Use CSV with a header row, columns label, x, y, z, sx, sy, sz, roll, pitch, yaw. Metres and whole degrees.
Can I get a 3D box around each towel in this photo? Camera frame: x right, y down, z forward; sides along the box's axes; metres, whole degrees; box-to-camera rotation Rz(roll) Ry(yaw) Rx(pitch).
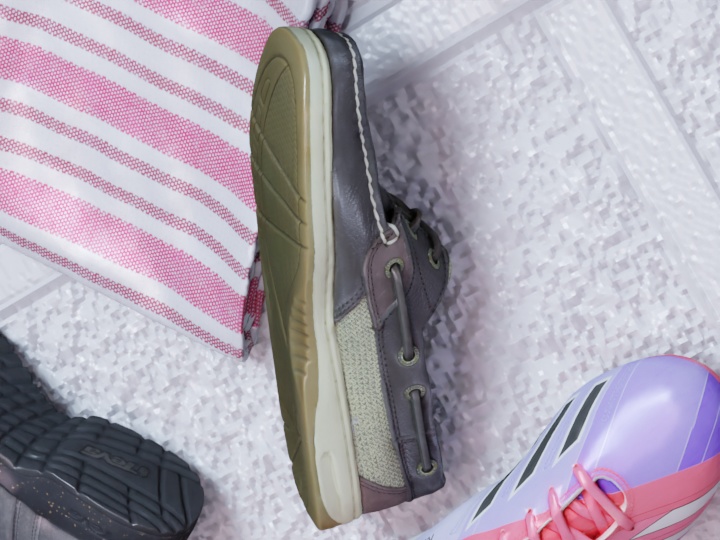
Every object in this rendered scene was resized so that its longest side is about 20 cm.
label,x,y,z,sx,sy,sz,roll,pitch,yaw
towel,-0.086,-0.075,1.000,0.146,0.030,0.201,25,120,18

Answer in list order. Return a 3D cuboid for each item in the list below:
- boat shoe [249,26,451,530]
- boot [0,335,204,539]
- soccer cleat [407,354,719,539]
label,x,y,z,sx,sy,sz,roll,pitch,yaw
boat shoe,0.000,0.001,0.963,0.066,0.072,0.202,-11,118,-14
boot,-0.165,0.100,1.095,0.200,0.070,0.132,35,128,17
soccer cleat,0.059,0.103,0.964,0.200,0.076,0.067,-39,89,35
